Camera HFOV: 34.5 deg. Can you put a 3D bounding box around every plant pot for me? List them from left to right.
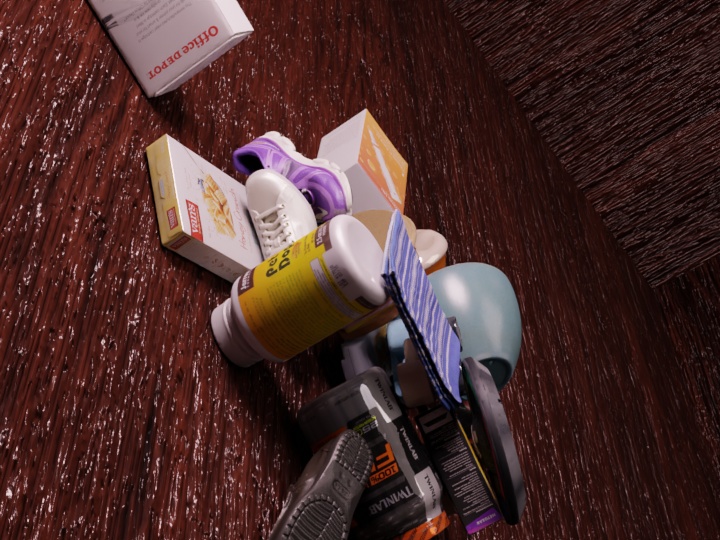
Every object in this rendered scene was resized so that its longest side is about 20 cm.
[{"bbox_3d":[0.155,0.110,1.692,0.200,0.199,0.136,38,20,-44],"label":"plant pot"}]

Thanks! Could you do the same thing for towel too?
[{"bbox_3d":[0.075,0.046,1.341,0.146,0.023,0.202,-79,147,-59],"label":"towel"}]

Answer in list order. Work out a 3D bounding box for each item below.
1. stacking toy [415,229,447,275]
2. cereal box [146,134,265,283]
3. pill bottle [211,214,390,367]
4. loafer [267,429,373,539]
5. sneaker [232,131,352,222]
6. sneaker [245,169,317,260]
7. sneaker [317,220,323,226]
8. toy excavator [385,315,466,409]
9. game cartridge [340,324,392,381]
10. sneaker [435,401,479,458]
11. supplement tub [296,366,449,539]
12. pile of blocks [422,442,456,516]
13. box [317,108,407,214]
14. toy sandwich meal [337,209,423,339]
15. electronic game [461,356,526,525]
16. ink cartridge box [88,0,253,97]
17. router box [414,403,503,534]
[{"bbox_3d":[0.085,0.052,1.792,0.147,0.144,0.203,-73,148,-63],"label":"stacking toy"},{"bbox_3d":[-0.173,-0.061,1.405,0.199,0.039,0.146,33,35,-52],"label":"cereal box"},{"bbox_3d":[-0.069,0.030,1.302,0.109,0.198,0.110,47,24,-29],"label":"pill bottle"},{"bbox_3d":[-0.049,0.258,1.231,0.073,0.071,0.201,50,42,-12],"label":"loafer"},{"bbox_3d":[-0.089,-0.105,1.479,0.199,0.082,0.083,31,39,35],"label":"sneaker"},{"bbox_3d":[-0.087,-0.029,1.407,0.202,0.072,0.085,63,18,-1],"label":"sneaker"},{"bbox_3d":[-0.036,-0.021,1.627,0.082,0.071,0.203,8,55,-63],"label":"sneaker"},{"bbox_3d":[0.071,0.109,1.442,0.201,0.098,0.197,64,16,-54],"label":"toy excavator"},{"bbox_3d":[0.029,0.127,1.576,0.200,0.041,0.135,-47,121,-64],"label":"game cartridge"},{"bbox_3d":[0.151,0.227,1.769,0.200,0.074,0.087,36,15,-52],"label":"sneaker"},{"bbox_3d":[0.017,0.227,1.355,0.202,0.122,0.122,62,21,7],"label":"supplement tub"},{"bbox_3d":[0.068,0.271,1.506,0.200,0.061,0.083,43,22,-57],"label":"pile of blocks"},{"bbox_3d":[0.000,-0.146,1.839,0.125,0.097,0.201,51,23,-23],"label":"box"},{"bbox_3d":[0.000,0.000,1.532,0.207,0.202,0.071,-87,153,-55],"label":"toy sandwich meal"},{"bbox_3d":[0.154,0.201,1.376,0.200,0.041,0.204,165,-89,-90],"label":"electronic game"},{"bbox_3d":[-0.250,-0.343,1.450,0.202,0.145,0.086,58,19,-7],"label":"ink cartridge box"},{"bbox_3d":[0.121,0.243,1.434,0.200,0.050,0.151,62,3,-79],"label":"router box"}]
